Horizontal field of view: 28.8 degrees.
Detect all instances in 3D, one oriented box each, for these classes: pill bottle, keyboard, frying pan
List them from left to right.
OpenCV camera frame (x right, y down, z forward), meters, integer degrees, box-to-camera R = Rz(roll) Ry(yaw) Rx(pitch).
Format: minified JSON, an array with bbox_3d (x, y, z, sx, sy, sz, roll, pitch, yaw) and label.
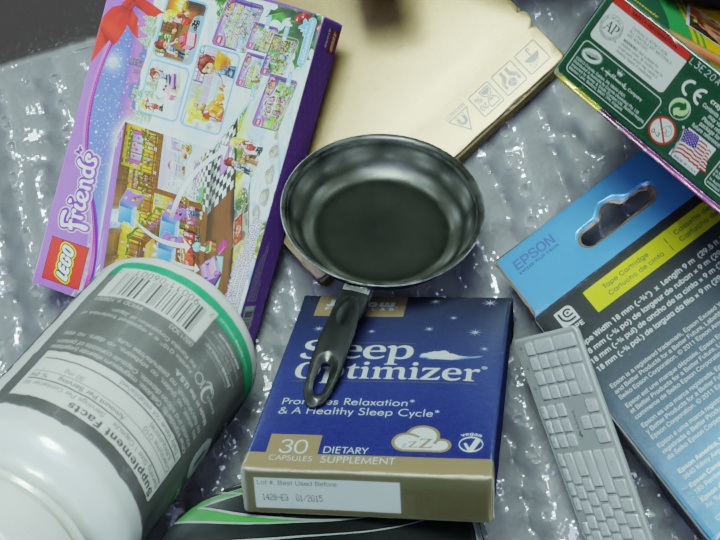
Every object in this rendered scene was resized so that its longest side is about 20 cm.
[{"bbox_3d":[-0.145,0.091,0.734,0.113,0.113,0.200,23,42,12],"label":"pill bottle"},{"bbox_3d":[0.017,-0.003,0.763,0.114,0.031,0.191,-5,51,-6],"label":"frying pan"},{"bbox_3d":[0.134,0.128,0.756,0.011,0.056,0.201,-20,90,-25],"label":"keyboard"}]

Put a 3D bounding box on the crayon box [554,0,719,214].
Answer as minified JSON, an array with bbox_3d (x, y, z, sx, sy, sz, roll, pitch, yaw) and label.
[{"bbox_3d":[0.217,-0.071,0.728,0.200,0.172,0.058,42,118,12],"label":"crayon box"}]

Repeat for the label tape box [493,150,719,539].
[{"bbox_3d":[0.190,0.035,0.765,0.144,0.063,0.200,-37,59,2],"label":"label tape box"}]

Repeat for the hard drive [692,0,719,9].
[{"bbox_3d":[0.171,-0.197,0.751,0.042,0.200,0.135,-44,77,26],"label":"hard drive"}]

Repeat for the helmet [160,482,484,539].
[{"bbox_3d":[-0.027,0.194,0.722,0.190,0.200,0.201,-9,80,-3],"label":"helmet"}]

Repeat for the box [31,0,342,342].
[{"bbox_3d":[-0.103,-0.068,0.826,0.136,0.039,0.201,18,96,16],"label":"box"}]

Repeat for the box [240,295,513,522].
[{"bbox_3d":[0.017,0.057,0.740,0.120,0.200,0.033,0,117,9],"label":"box"}]

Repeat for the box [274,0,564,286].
[{"bbox_3d":[-0.002,-0.117,0.848,0.200,0.021,0.164,-42,78,1],"label":"box"}]
